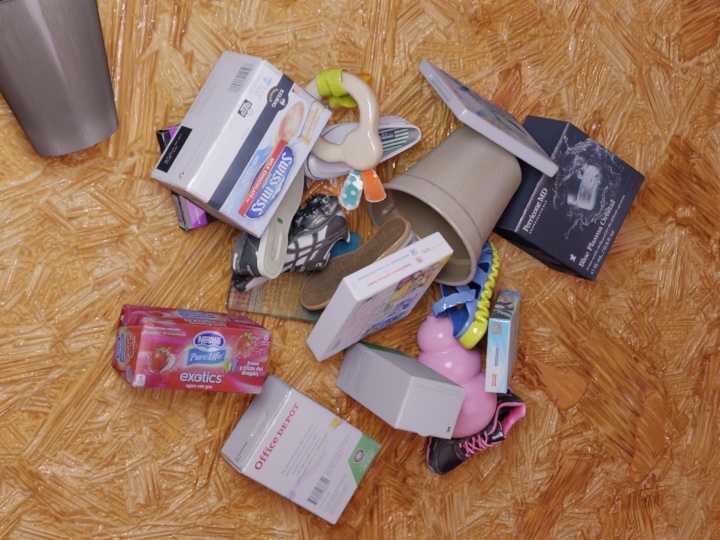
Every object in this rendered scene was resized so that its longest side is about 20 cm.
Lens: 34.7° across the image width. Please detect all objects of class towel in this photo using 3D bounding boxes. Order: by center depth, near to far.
[{"bbox_3d":[-0.098,0.000,1.722,0.198,0.022,0.148,9,97,-30],"label":"towel"}]

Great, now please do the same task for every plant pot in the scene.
[{"bbox_3d":[0.142,-0.112,1.748,0.184,0.199,0.201,-49,121,-24],"label":"plant pot"}]

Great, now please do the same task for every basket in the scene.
[{"bbox_3d":[-0.386,-0.255,1.431,0.179,0.136,0.202,-28,118,-27],"label":"basket"}]

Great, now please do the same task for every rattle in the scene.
[{"bbox_3d":[-0.002,-0.183,1.637,0.130,0.143,0.201,-33,82,7],"label":"rattle"}]

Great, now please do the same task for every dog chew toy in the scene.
[{"bbox_3d":[0.146,0.162,1.847,0.124,0.124,0.202,-22,104,-24],"label":"dog chew toy"}]

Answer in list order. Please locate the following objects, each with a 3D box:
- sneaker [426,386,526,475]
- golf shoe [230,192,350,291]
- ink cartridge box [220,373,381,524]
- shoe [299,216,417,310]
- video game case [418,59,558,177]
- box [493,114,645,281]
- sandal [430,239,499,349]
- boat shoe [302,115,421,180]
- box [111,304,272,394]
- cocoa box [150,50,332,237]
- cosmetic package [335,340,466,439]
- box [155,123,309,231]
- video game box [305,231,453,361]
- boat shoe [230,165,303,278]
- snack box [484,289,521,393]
[{"bbox_3d":[0.196,0.269,1.913,0.200,0.095,0.079,-42,120,-13],"label":"sneaker"},{"bbox_3d":[-0.094,-0.021,1.663,0.200,0.078,0.095,-40,118,-13],"label":"golf shoe"},{"bbox_3d":[-0.090,0.272,1.753,0.199,0.087,0.146,36,83,-33],"label":"ink cartridge box"},{"bbox_3d":[0.000,0.000,1.708,0.199,0.070,0.053,-36,141,5],"label":"shoe"},{"bbox_3d":[0.192,-0.232,1.740,0.199,0.183,0.022,27,111,-32],"label":"video game case"},{"bbox_3d":[0.327,-0.117,1.882,0.199,0.117,0.198,28,88,-31],"label":"box"},{"bbox_3d":[0.163,0.020,1.806,0.086,0.080,0.201,26,50,-16],"label":"sandal"},{"bbox_3d":[0.003,-0.186,1.688,0.199,0.066,0.074,-29,116,-31],"label":"boat shoe"},{"bbox_3d":[-0.237,0.111,1.620,0.198,0.099,0.097,7,99,-31],"label":"box"},{"bbox_3d":[-0.159,-0.169,1.536,0.131,0.133,0.201,33,84,-34],"label":"cocoa box"},{"bbox_3d":[0.058,0.178,1.748,0.107,0.200,0.086,16,94,-32],"label":"cosmetic package"},{"bbox_3d":[-0.178,-0.155,1.629,0.198,0.036,0.145,-20,112,-23],"label":"box"},{"bbox_3d":[0.026,0.040,1.690,0.181,0.200,0.047,-24,71,-31],"label":"video game box"},{"bbox_3d":[-0.130,-0.085,1.600,0.072,0.067,0.202,43,54,-49],"label":"boat shoe"},{"bbox_3d":[0.230,0.110,1.848,0.037,0.200,0.118,5,102,12],"label":"snack box"}]
